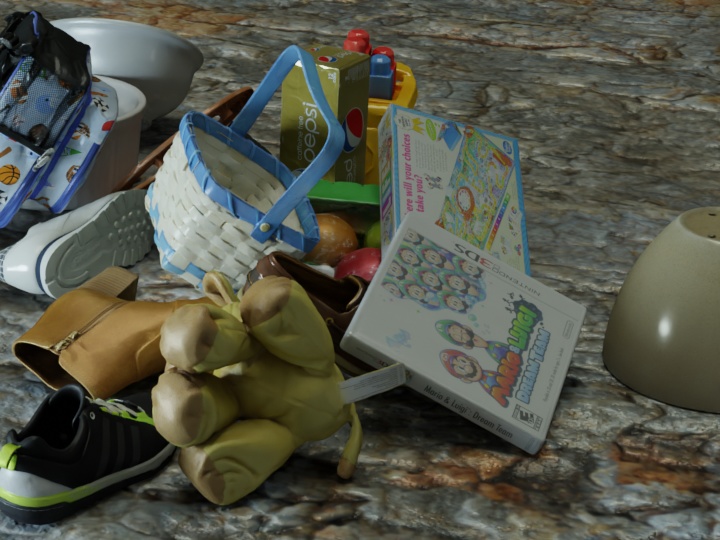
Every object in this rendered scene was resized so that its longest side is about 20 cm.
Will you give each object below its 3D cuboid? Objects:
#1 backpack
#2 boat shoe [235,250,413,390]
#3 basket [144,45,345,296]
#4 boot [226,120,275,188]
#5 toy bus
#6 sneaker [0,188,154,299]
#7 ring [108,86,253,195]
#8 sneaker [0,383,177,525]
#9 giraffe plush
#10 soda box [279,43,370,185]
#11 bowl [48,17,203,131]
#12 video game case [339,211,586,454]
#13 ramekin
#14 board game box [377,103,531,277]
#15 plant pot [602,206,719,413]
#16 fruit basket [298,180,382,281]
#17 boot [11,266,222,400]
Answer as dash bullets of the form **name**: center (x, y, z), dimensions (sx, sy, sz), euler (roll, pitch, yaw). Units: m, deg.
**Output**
- **backpack**: center (-0.328, -0.138, 1.875), dimensions (0.154, 0.191, 0.200), euler (38, 9, -13)
- **boat shoe**: center (-0.007, 0.043, 1.641), dimensions (0.199, 0.068, 0.072), euler (22, 26, -17)
- **basket**: center (-0.094, -0.086, 1.700), dimensions (0.139, 0.200, 0.177), euler (25, 25, -26)
- **boot**: center (-0.138, -0.070, 1.881), dimensions (0.070, 0.132, 0.200), euler (40, 2, -8)
- **toy bus**: center (0.008, -0.162, 2.044), dimensions (0.135, 0.193, 0.200), euler (4, 21, 7)
- **sneaker**: center (-0.269, -0.033, 1.862), dimensions (0.080, 0.077, 0.200), euler (4, 19, 30)
- **ring**: center (-0.183, -0.117, 1.976), dimensions (0.019, 0.200, 0.200), euler (50, 33, 2)
- **sneaker**: center (-0.201, 0.122, 1.472), dimensions (0.071, 0.083, 0.200), euler (14, 25, 25)
- **giraffe plush**: center (-0.089, 0.075, 1.525), dimensions (0.199, 0.173, 0.162), euler (0, 13, -29)
- **soda box**: center (-0.037, -0.118, 1.915), dimensions (0.068, 0.201, 0.064), euler (15, 25, 27)
- **bowl**: center (-0.282, -0.213, 2.217), dimensions (0.200, 0.091, 0.201), euler (6, -12, 1)
- **video game case**: center (0.091, 0.048, 1.627), dimensions (0.182, 0.024, 0.200), euler (29, 36, -1)
- **ramekin**: center (-0.329, -0.138, 2.068), dimensions (0.200, 0.098, 0.201), euler (3, 22, -1)
- **board game box**: center (0.085, -0.059, 1.782), dimensions (0.134, 0.034, 0.201), euler (15, 45, -16)
- **plant pot**: center (0.318, 0.022, 1.705), dimensions (0.199, 0.135, 0.200), euler (2, 23, -1)
- **fruit basket**: center (0.000, 0.000, 1.792), dimensions (0.184, 0.094, 0.200), euler (5, 39, -7)
- **boot**: center (-0.180, 0.074, 1.636), dimensions (0.201, 0.071, 0.144), euler (21, 41, 18)
